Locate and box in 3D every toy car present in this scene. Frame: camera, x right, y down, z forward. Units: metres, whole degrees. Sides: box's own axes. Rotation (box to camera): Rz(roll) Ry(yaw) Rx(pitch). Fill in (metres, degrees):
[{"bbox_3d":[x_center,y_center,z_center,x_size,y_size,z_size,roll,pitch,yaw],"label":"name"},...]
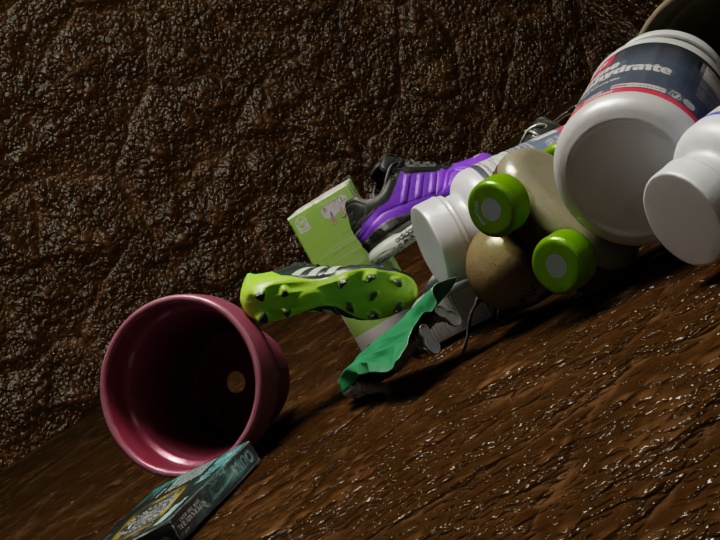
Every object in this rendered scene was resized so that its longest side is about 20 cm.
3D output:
[{"bbox_3d":[0.163,-0.001,1.354,0.164,0.158,0.201,-27,-27,-49],"label":"toy car"}]

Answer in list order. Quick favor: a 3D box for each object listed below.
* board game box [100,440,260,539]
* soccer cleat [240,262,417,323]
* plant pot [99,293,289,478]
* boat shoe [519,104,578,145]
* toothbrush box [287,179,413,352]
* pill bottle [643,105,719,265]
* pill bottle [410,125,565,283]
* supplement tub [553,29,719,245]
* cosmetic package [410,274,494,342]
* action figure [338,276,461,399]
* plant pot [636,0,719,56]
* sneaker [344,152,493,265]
[{"bbox_3d":[-0.193,0.244,1.414,0.134,0.028,0.200,-29,5,24],"label":"board game box"},{"bbox_3d":[-0.036,0.017,1.565,0.197,0.068,0.081,-3,26,-8],"label":"soccer cleat"},{"bbox_3d":[-0.170,0.127,1.608,0.198,0.202,0.179,-29,-10,16],"label":"plant pot"},{"bbox_3d":[0.202,-0.138,1.612,0.071,0.069,0.199,-12,10,45],"label":"boat shoe"},{"bbox_3d":[0.000,0.000,1.679,0.085,0.202,0.146,-30,5,4],"label":"toothbrush box"},{"bbox_3d":[0.322,-0.088,1.130,0.199,0.113,0.112,-34,6,-27],"label":"pill bottle"},{"bbox_3d":[0.160,-0.063,1.477,0.198,0.121,0.120,-24,4,-10],"label":"pill bottle"},{"bbox_3d":[0.261,-0.125,1.278,0.139,0.141,0.200,-27,15,33],"label":"supplement tub"},{"bbox_3d":[0.114,0.028,1.593,0.082,0.051,0.200,-26,6,15],"label":"cosmetic package"},{"bbox_3d":[0.029,0.089,1.437,0.118,0.055,0.200,-47,4,-35],"label":"action figure"},{"bbox_3d":[0.396,-0.190,1.417,0.172,0.203,0.199,-13,-9,-45],"label":"plant pot"},{"bbox_3d":[0.065,-0.098,1.595,0.199,0.100,0.070,-34,-7,-24],"label":"sneaker"}]
